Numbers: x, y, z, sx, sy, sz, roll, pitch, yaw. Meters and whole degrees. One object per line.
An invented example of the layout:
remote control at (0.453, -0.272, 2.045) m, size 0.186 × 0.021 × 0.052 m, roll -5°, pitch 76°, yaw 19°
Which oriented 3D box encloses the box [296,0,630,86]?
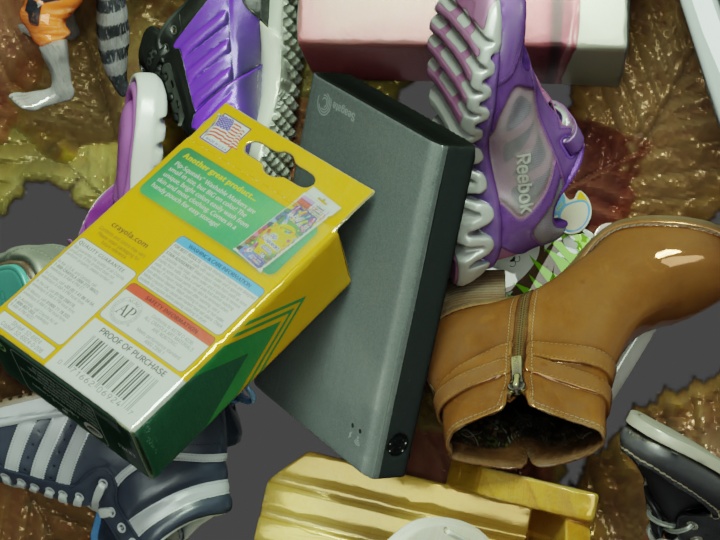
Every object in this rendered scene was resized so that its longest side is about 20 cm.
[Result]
box at (0.064, -0.186, 1.302) m, size 0.198 × 0.109 × 0.129 m, roll 1°, pitch 84°, yaw 5°

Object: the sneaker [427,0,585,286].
sneaker at (0.087, -0.085, 1.239) m, size 0.088 × 0.202 × 0.081 m, roll -9°, pitch 40°, yaw -11°

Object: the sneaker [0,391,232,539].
sneaker at (-0.167, 0.122, 1.254) m, size 0.198 × 0.070 × 0.110 m, roll -13°, pitch 87°, yaw 15°

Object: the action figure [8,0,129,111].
action figure at (-0.159, -0.215, 1.306) m, size 0.104 × 0.200 × 0.195 m, roll 21°, pitch 116°, yaw -2°

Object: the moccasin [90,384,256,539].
moccasin at (-0.101, 0.091, 1.312) m, size 0.068 × 0.080 × 0.202 m, roll 21°, pitch 100°, yaw 4°

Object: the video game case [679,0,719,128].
video game case at (0.198, -0.162, 1.253) m, size 0.023 × 0.182 × 0.202 m, roll -19°, pitch 83°, yaw 13°

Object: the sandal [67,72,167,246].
sandal at (-0.154, -0.020, 1.307) m, size 0.049 × 0.082 × 0.205 m, roll 7°, pitch 93°, yaw -13°

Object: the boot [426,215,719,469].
boot at (0.132, 0.042, 1.230) m, size 0.198 × 0.156 × 0.077 m, roll -7°, pitch 120°, yaw 4°

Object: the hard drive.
hard drive at (0.000, 0.000, 1.251) m, size 0.033 × 0.139 × 0.202 m, roll 0°, pitch 111°, yaw -34°

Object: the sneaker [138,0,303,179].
sneaker at (-0.092, -0.110, 1.332) m, size 0.098 × 0.070 × 0.202 m, roll 6°, pitch 81°, yaw 12°

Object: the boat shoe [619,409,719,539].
boat shoe at (0.198, 0.144, 1.225) m, size 0.072 × 0.200 × 0.063 m, roll 34°, pitch 87°, yaw 44°

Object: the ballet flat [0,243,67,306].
ballet flat at (-0.238, 0.024, 1.313) m, size 0.199 × 0.063 × 0.068 m, roll -10°, pitch 91°, yaw 41°

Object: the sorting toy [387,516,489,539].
sorting toy at (-0.056, 0.198, 1.166) m, size 0.199 × 0.179 × 0.108 m, roll -25°, pitch 56°, yaw 36°

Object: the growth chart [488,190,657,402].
growth chart at (0.091, 0.010, 1.326) m, size 0.198 × 0.018 × 0.146 m, roll 23°, pitch 87°, yaw 4°

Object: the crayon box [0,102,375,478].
crayon box at (-0.097, 0.008, 1.215) m, size 0.125 × 0.052 × 0.200 m, roll 31°, pitch 64°, yaw 31°

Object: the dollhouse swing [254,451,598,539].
dollhouse swing at (0.021, 0.205, 1.246) m, size 0.174 × 0.182 × 0.202 m, roll 14°, pitch 86°, yaw -5°
